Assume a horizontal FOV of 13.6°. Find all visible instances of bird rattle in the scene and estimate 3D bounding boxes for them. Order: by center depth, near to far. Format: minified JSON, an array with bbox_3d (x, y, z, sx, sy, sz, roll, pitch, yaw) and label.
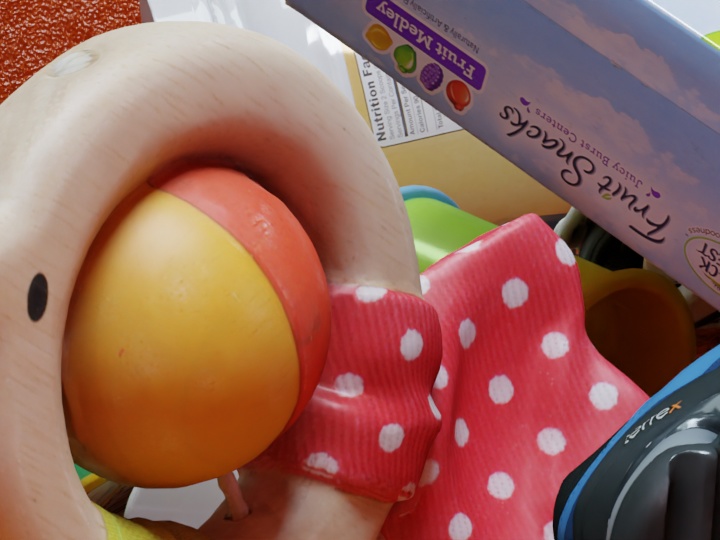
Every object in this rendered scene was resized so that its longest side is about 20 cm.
[{"bbox_3d":[-0.022,0.029,0.597,0.200,0.164,0.112,-35,32,-32],"label":"bird rattle"}]

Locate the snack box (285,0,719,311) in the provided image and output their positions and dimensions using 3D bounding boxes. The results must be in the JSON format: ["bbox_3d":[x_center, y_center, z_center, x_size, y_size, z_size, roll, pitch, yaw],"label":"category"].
[{"bbox_3d":[0.110,-0.077,0.724,0.200,0.168,0.068,-31,-32,-40],"label":"snack box"}]

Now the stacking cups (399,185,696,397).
[{"bbox_3d":[0.000,0.000,0.807,0.060,0.061,0.200,-24,31,-32],"label":"stacking cups"}]

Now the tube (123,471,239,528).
[{"bbox_3d":[-0.007,0.048,0.813,0.052,0.058,0.200,-60,-11,17],"label":"tube"}]

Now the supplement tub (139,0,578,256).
[{"bbox_3d":[0.032,-0.062,1.057,0.199,0.146,0.145,-13,6,-6],"label":"supplement tub"}]

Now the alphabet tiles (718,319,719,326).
[{"bbox_3d":[0.201,-0.017,0.713,0.167,0.008,0.200,-23,7,-22],"label":"alphabet tiles"}]

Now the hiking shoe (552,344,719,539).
[{"bbox_3d":[0.124,0.014,0.578,0.199,0.075,0.087,-22,9,-14],"label":"hiking shoe"}]

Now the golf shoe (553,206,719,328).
[{"bbox_3d":[0.086,-0.017,0.846,0.088,0.077,0.200,-29,-5,-14],"label":"golf shoe"}]

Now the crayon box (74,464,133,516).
[{"bbox_3d":[-0.132,0.077,0.746,0.126,0.052,0.200,-44,-9,37],"label":"crayon box"}]
